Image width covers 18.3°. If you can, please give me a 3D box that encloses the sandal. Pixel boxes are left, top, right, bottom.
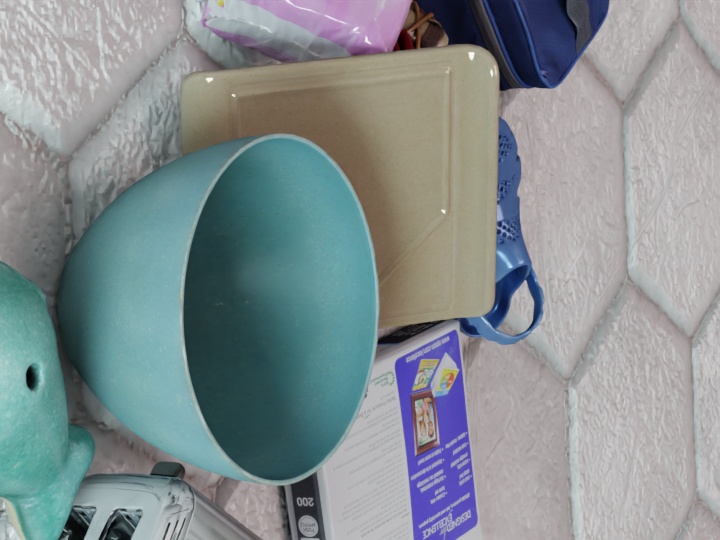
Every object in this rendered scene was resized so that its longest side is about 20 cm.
[{"bbox_3d":[0.096,-0.025,1.608,0.079,0.087,0.200,-25,130,-20],"label":"sandal"}]

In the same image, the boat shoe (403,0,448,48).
[{"bbox_3d":[0.031,-0.162,1.566,0.072,0.072,0.200,-60,138,-37],"label":"boat shoe"}]

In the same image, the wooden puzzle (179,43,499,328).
[{"bbox_3d":[-0.013,-0.047,1.408,0.199,0.037,0.186,-6,113,-13],"label":"wooden puzzle"}]

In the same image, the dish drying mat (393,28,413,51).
[{"bbox_3d":[0.037,-0.066,1.553,0.077,0.018,0.200,-108,-170,-48],"label":"dish drying mat"}]

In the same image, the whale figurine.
[{"bbox_3d":[-0.193,0.074,1.191,0.200,0.104,0.159,54,47,-43],"label":"whale figurine"}]

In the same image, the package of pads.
[{"bbox_3d":[-0.013,-0.219,1.454,0.120,0.076,0.200,26,60,-8],"label":"package of pads"}]

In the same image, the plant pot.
[{"bbox_3d":[-0.098,0.022,1.310,0.200,0.134,0.201,-1,91,-58],"label":"plant pot"}]

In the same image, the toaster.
[{"bbox_3d":[-0.132,0.211,1.286,0.129,0.113,0.200,51,52,-40],"label":"toaster"}]

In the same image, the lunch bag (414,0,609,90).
[{"bbox_3d":[0.097,-0.234,1.614,0.136,0.132,0.200,-58,136,-39],"label":"lunch bag"}]

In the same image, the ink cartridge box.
[{"bbox_3d":[0.018,0.154,1.578,0.198,0.043,0.201,-23,107,-55],"label":"ink cartridge box"}]
